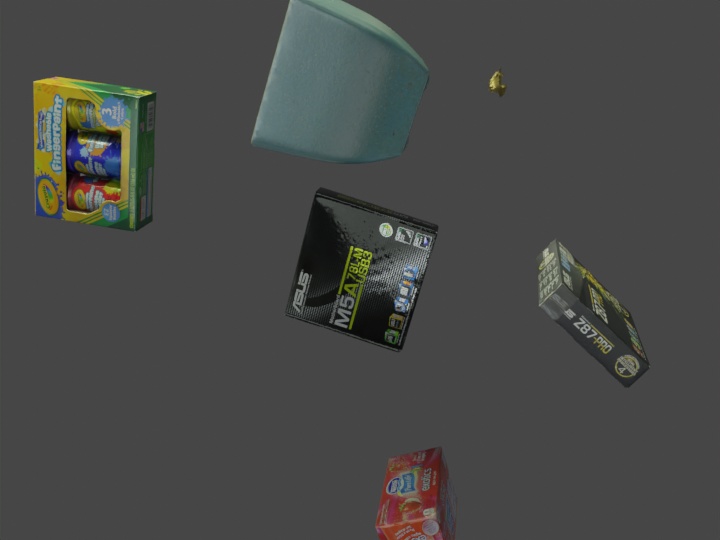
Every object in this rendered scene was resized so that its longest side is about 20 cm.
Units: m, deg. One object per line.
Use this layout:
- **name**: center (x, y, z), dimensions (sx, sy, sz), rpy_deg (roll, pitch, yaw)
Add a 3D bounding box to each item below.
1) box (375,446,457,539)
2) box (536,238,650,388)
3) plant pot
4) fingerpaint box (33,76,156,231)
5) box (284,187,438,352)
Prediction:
- **box**: center (0.089, 0.366, 1.292), dimensions (0.094, 0.200, 0.101), rpy_deg (-15, 105, 12)
- **box**: center (0.310, 0.053, 1.158), dimensions (0.161, 0.200, 0.049), rpy_deg (42, 111, -4)
- **plant pot**: center (-0.017, -0.249, 1.133), dimensions (0.196, 0.197, 0.199), rpy_deg (17, 109, -6)
- **fingerpaint box**: center (-0.398, -0.174, 1.274), dimensions (0.163, 0.073, 0.204), rpy_deg (10, 108, 6)
- **box**: center (0.000, 0.000, 1.276), dimensions (0.190, 0.048, 0.203), rpy_deg (17, 108, 1)
